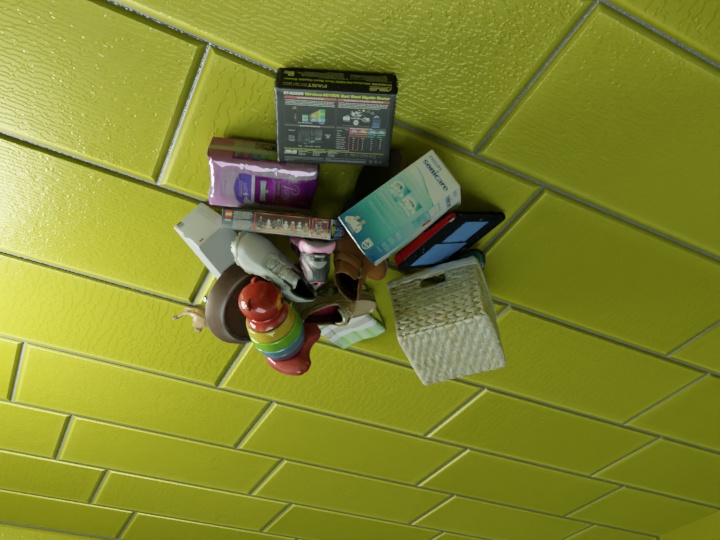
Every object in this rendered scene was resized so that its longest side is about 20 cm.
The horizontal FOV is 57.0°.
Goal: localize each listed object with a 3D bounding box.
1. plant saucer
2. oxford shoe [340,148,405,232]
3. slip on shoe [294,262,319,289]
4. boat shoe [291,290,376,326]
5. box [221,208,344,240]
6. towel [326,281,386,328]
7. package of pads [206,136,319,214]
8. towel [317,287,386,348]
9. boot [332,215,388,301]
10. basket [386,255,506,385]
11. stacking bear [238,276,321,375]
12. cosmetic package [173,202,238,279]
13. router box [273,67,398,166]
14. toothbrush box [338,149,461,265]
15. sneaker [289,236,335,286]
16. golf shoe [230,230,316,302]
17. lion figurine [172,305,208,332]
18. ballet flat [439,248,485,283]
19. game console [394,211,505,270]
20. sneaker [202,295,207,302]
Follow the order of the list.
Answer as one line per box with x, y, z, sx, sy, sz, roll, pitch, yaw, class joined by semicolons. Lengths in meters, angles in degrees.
-0.213;0.066;1.331;0.200;0.034;0.200;-24;129;-33;plant saucer
0.034;-0.153;1.251;0.071;0.071;0.200;-8;147;-40;oxford shoe
-0.133;0.020;1.441;0.074;0.061;0.200;15;150;-28;slip on shoe
-0.050;0.091;1.448;0.200;0.069;0.074;-5;127;-24;boat shoe
-0.137;-0.086;1.218;0.200;0.040;0.137;7;-175;9;box
-0.006;0.084;1.548;0.086;0.018;0.200;-8;140;17;towel
-0.177;-0.170;1.206;0.200;0.076;0.121;6;142;-7;package of pads
-0.055;0.119;1.560;0.149;0.031;0.200;-24;133;35;towel
0.000;0.000;1.342;0.077;0.155;0.200;-15;137;16;boot
0.179;0.110;1.368;0.198;0.161;0.200;-17;135;13;basket
-0.168;0.098;1.278;0.114;0.122;0.200;1;141;21;stacking bear
-0.270;-0.029;1.326;0.081;0.113;0.200;-44;138;-15;cosmetic package
-0.043;-0.256;1.117;0.200;0.062;0.150;3;139;-3;router box
0.075;-0.107;1.177;0.200;0.085;0.146;-36;168;2;toothbrush box
-0.094;-0.020;1.278;0.079;0.200;0.096;-3;98;-9;sneaker
-0.155;-0.006;1.255;0.097;0.078;0.200;13;158;46;golf shoe
-0.323;0.120;1.513;0.200;0.073;0.122;8;172;-19;lion figurine
0.218;0.023;1.448;0.073;0.073;0.200;21;129;-23;ballet flat
0.175;-0.059;1.299;0.177;0.031;0.200;-36;161;35;game console
-0.253;0.067;1.458;0.200;0.140;0.078;4;121;-52;sneaker
